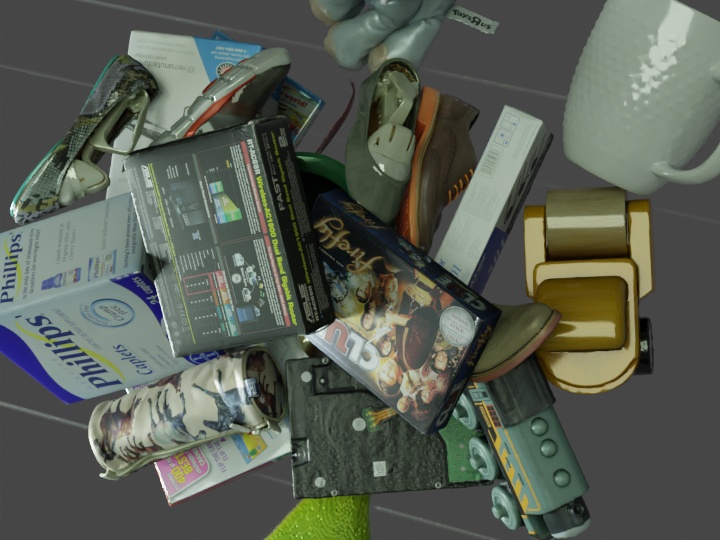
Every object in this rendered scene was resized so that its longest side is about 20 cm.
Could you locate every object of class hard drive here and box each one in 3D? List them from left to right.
[{"bbox_3d":[0.028,0.150,1.598,0.199,0.038,0.141,-5,85,-2],"label":"hard drive"}]

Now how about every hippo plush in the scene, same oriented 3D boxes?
[{"bbox_3d":[0.028,-0.272,1.587,0.199,0.161,0.160,12,89,15],"label":"hippo plush"}]

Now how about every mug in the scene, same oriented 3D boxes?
[{"bbox_3d":[0.284,-0.157,1.509,0.200,0.147,0.176,40,109,48],"label":"mug"}]

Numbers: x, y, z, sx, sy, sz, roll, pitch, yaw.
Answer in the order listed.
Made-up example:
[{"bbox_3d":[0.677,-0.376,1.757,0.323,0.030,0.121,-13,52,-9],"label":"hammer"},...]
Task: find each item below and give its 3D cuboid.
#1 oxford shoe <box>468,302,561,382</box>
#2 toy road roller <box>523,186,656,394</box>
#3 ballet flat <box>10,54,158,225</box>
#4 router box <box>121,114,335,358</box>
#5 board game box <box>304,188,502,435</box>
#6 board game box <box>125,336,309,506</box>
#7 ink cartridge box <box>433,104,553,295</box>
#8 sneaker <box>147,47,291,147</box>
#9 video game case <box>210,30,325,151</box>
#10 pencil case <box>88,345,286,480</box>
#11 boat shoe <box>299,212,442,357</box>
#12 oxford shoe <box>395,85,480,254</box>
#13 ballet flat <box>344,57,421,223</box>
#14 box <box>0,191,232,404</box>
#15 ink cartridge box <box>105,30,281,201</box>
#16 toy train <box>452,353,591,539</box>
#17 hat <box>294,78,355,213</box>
[{"bbox_3d":[0.098,0.057,1.471,0.200,0.070,0.075,-23,111,48],"label":"oxford shoe"},{"bbox_3d":[0.215,0.017,1.530,0.122,0.146,0.201,-3,86,13],"label":"toy road roller"},{"bbox_3d":[-0.263,-0.118,1.578,0.072,0.072,0.201,31,80,14],"label":"ballet flat"},{"bbox_3d":[-0.120,-0.030,1.481,0.149,0.062,0.201,-10,97,29],"label":"router box"},{"bbox_3d":[0.020,0.037,1.469,0.200,0.035,0.136,37,123,24],"label":"board game box"},{"bbox_3d":[-0.131,0.134,1.662,0.199,0.040,0.154,-24,81,11],"label":"board game box"},{"bbox_3d":[0.125,-0.057,1.584,0.044,0.094,0.201,25,92,14],"label":"ink cartridge box"},{"bbox_3d":[-0.132,-0.133,1.574,0.200,0.077,0.082,-42,107,6],"label":"sneaker"},{"bbox_3d":[-0.148,-0.131,1.696,0.143,0.018,0.200,35,95,14],"label":"video game case"},{"bbox_3d":[-0.173,0.145,1.600,0.199,0.078,0.090,-21,50,18],"label":"pencil case"},{"bbox_3d":[0.000,0.000,1.628,0.063,0.073,0.200,38,83,24],"label":"boat shoe"},{"bbox_3d":[0.079,-0.092,1.579,0.073,0.071,0.201,14,61,-5],"label":"oxford shoe"},{"bbox_3d":[0.025,-0.131,1.538,0.067,0.201,0.064,27,131,-21],"label":"ballet flat"},{"bbox_3d":[-0.255,0.031,1.604,0.199,0.184,0.105,-16,53,19],"label":"box"},{"bbox_3d":[-0.170,-0.133,1.649,0.146,0.086,0.201,8,87,13],"label":"ink cartridge box"},{"bbox_3d":[0.154,0.165,1.531,0.085,0.114,0.201,-23,91,-19],"label":"toy train"},{"bbox_3d":[-0.055,-0.059,1.620,0.199,0.176,0.166,-28,105,7],"label":"hat"}]
